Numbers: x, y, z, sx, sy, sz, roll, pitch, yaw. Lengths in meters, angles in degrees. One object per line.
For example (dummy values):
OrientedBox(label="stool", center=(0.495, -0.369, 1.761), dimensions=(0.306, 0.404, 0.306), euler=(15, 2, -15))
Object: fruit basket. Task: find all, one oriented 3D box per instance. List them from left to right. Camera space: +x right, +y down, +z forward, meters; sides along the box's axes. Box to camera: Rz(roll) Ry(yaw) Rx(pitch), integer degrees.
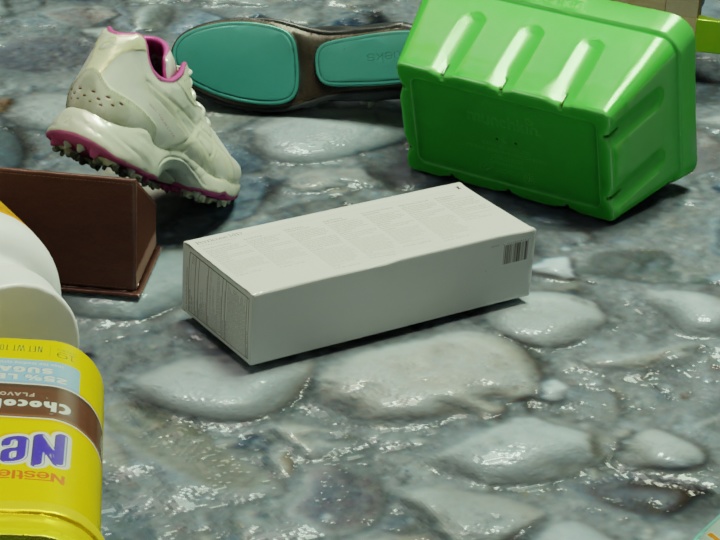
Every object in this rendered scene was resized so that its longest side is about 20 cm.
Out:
OrientedBox(label="fruit basket", center=(0.144, -0.136, 1.551), dimensions=(0.215, 0.156, 0.216), euler=(-5, 41, 4))

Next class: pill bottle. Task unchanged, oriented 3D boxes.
OrientedBox(label="pill bottle", center=(-0.231, 0.006, 1.228), dimensions=(0.111, 0.111, 0.200), euler=(-12, 29, -28))

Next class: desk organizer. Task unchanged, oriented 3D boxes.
OrientedBox(label="desk organizer", center=(-0.225, -0.040, 1.366), dimensions=(0.199, 0.077, 0.072), euler=(5, 26, 4))

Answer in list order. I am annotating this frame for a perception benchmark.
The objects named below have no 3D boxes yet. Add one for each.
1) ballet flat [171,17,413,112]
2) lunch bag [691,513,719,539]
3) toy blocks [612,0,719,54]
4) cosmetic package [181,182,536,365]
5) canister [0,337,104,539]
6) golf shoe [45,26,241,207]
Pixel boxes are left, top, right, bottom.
OrientedBox(label="ballet flat", center=(-0.037, -0.148, 1.640), dimensions=(0.199, 0.073, 0.073), euler=(0, 25, 9))
OrientedBox(label="lunch bag", center=(0.238, 0.152, 1.011), dimensions=(0.160, 0.077, 0.200), euler=(20, 30, 29))
OrientedBox(label="toy blocks", center=(0.197, -0.217, 1.786), dimensions=(0.199, 0.100, 0.137), euler=(7, 15, 11))
OrientedBox(label="cosmetic package", center=(0.000, 0.000, 1.336), dimensions=(0.199, 0.051, 0.083), euler=(-13, 31, -30))
OrientedBox(label="canister", center=(-0.190, 0.108, 1.050), dimensions=(0.148, 0.087, 0.200), euler=(0, 24, -6))
OrientedBox(label="golf shoe", center=(-0.120, -0.094, 1.411), dimensions=(0.075, 0.092, 0.200), euler=(15, -2, 21))
